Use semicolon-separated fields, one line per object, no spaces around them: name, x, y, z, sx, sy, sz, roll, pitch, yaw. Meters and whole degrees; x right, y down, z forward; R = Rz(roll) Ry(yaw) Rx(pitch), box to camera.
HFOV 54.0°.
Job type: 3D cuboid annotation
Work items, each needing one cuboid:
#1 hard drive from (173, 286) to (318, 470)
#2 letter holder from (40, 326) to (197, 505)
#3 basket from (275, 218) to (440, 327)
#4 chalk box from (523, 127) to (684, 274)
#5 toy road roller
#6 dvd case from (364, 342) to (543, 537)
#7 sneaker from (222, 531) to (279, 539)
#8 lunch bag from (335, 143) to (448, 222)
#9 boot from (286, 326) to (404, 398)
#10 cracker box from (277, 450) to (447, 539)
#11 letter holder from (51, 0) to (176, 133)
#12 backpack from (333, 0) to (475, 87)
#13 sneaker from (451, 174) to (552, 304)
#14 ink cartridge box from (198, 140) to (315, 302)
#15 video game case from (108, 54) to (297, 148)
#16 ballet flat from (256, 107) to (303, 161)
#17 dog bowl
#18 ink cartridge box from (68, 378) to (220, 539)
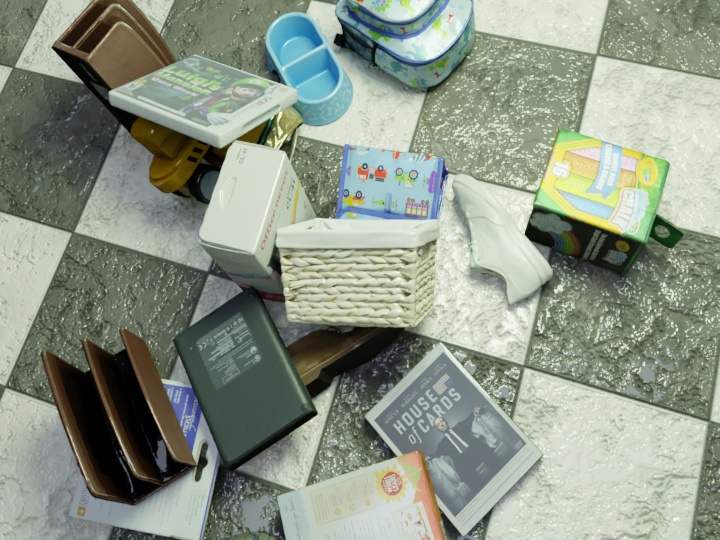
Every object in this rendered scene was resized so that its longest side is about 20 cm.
hard drive;-0.159;0.142;0.955;0.138;0.033;0.203;-32;64;2
letter holder;-0.313;0.179;0.910;0.099;0.143;0.203;-29;68;-5
basket;0.000;0.000;0.939;0.194;0.135;0.127;2;100;19
chalk box;0.339;-0.086;0.965;0.195;0.125;0.127;20;75;13
toy road roller;-0.244;-0.205;1.048;0.121;0.145;0.203;17;73;49
dvd case;0.122;0.220;0.943;0.150;0.025;0.200;-41;72;-7
sneaker;-0.179;0.392;0.911;0.194;0.074;0.090;-13;81;11
lunch bag;0.038;-0.065;1.029;0.146;0.094;0.206;9;86;13
boot;-0.029;0.101;0.983;0.197;0.074;0.076;-30;60;-1
cracker box;0.004;0.325;0.894;0.195;0.058;0.137;-19;72;8
letter holder;-0.332;-0.306;1.073;0.099;0.201;0.144;26;73;34
backpack;0.076;-0.398;1.094;0.199;0.147;0.184;38;82;15
sneaker;0.179;-0.045;1.005;0.088;0.075;0.202;-38;71;6
ink cartridge box;-0.134;-0.059;0.979;0.083;0.201;0.152;12;73;12
video game case;-0.215;-0.243;0.986;0.196;0.024;0.182;23;40;21
ballet flat;-0.145;-0.165;1.094;0.069;0.071;0.204;21;77;14
dog bowl;-0.087;-0.332;1.145;0.109;0.050;0.203;-27;71;-2
ink cartridge box;-0.281;0.255;0.977;0.194;0.047;0.203;7;70;8
